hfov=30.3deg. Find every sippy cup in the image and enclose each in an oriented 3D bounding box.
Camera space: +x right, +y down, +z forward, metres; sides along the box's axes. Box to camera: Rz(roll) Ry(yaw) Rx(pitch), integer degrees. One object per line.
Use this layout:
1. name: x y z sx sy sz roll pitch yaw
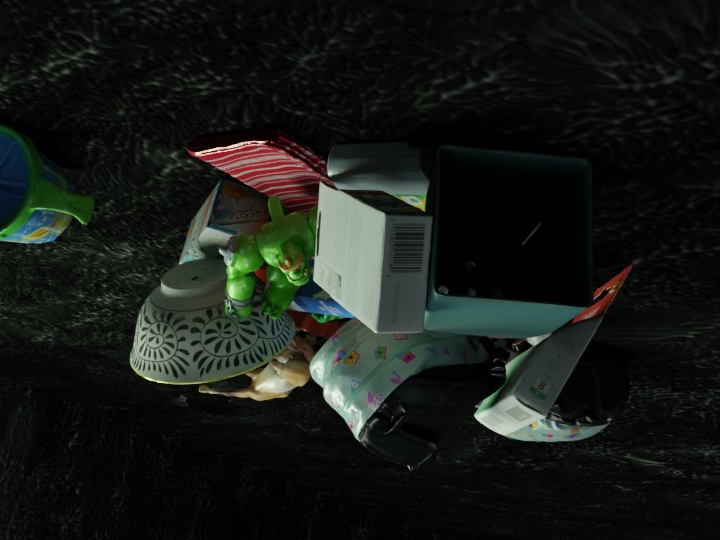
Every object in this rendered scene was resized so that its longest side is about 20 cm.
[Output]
1. sippy cup: -0.403 -0.090 1.559 0.178 0.140 0.130 50 -172 21

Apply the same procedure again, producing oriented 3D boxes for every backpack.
1. backpack: 0.261 0.170 1.811 0.166 0.127 0.200 14 167 -8
2. backpack: 0.043 0.118 1.392 0.127 0.167 0.200 43 -163 28

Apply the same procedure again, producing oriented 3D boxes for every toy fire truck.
1. toy fire truck: -0.100 0.049 1.804 0.200 0.112 0.168 18 -173 -8

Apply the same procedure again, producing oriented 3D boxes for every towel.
1. towel: -0.073 -0.096 1.418 0.144 0.023 0.200 0 158 44

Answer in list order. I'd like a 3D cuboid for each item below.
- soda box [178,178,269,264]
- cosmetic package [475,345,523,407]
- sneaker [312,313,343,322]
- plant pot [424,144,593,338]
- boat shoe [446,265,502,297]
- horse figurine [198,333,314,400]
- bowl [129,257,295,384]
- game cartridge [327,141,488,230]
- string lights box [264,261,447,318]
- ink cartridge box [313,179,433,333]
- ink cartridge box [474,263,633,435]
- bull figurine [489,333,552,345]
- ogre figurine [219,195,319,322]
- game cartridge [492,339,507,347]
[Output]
1. soda box: -0.162 -0.046 1.585 0.068 0.064 0.200 18 163 -12
2. cosmetic package: 0.104 0.118 1.660 0.200 0.090 0.107 12 179 -42
3. sneaker: -0.023 0.033 1.680 0.200 0.084 0.074 20 165 -14
4. plant pot: 0.124 -0.009 1.259 0.141 0.142 0.200 5 161 -5
5. boat shoe: 0.149 0.011 1.482 0.071 0.091 0.200 20 178 -17
6. horse figurine: -0.115 0.126 1.697 0.132 0.050 0.200 14 147 -27
7. bowl: -0.182 0.045 1.561 0.200 0.201 0.094 5 118 31
8. game cartridge: 0.060 -0.072 1.356 0.133 0.041 0.200 6 162 40
9. string lights box: 0.000 0.000 1.521 0.200 0.103 0.059 6 161 26
10. ink cartridge box: 0.007 -0.018 1.257 0.050 0.109 0.200 0 -168 -19
11. ink cartridge box: 0.210 0.081 1.465 0.050 0.200 0.161 32 163 -1
12. bull figurine: 0.145 0.051 1.627 0.200 0.065 0.121 19 170 3
13. ogre figurine: -0.070 -0.015 1.443 0.199 0.098 0.120 -5 146 19
14. game cartridge: 0.106 0.105 1.900 0.199 0.038 0.130 13 159 7
